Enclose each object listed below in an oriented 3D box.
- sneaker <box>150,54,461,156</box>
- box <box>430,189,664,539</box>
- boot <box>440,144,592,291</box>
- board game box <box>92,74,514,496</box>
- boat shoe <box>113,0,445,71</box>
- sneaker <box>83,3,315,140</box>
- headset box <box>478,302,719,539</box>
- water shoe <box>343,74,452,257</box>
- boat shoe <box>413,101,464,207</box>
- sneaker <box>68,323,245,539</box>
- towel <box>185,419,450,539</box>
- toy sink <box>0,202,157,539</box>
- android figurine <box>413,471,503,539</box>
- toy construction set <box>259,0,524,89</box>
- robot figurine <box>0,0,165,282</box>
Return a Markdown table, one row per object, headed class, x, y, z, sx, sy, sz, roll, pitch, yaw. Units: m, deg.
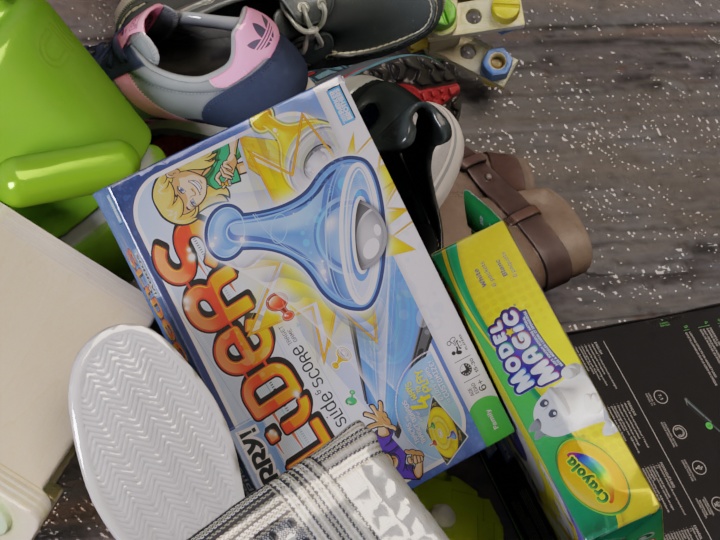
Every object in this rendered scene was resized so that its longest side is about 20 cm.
| class | x | y | z | sx | sy | sz | roll | pitch | yaw |
| --- | --- | --- | --- | --- | --- | --- | --- | --- | --- |
| sneaker | -0.044 | -0.075 | 1.387 | 0.200 | 0.096 | 0.079 | -12 | 99 | -12 |
| box | 0.091 | 0.063 | 1.214 | 0.048 | 0.117 | 0.200 | -24 | 65 | -3 |
| boot | 0.067 | 0.002 | 1.370 | 0.146 | 0.070 | 0.200 | -7 | 54 | -22 |
| board game box | -0.027 | 0.022 | 1.164 | 0.135 | 0.034 | 0.200 | -28 | 93 | -19 |
| boat shoe | -0.045 | -0.141 | 1.395 | 0.200 | 0.073 | 0.062 | -6 | 29 | -6 |
| sneaker | -0.123 | -0.115 | 1.301 | 0.200 | 0.082 | 0.070 | -1 | 50 | 24 |
| headset box | 0.191 | 0.117 | 1.338 | 0.200 | 0.093 | 0.174 | -11 | 61 | -32 |
| water shoe | 0.000 | 0.000 | 1.240 | 0.071 | 0.200 | 0.079 | -13 | 26 | -41 |
| boat shoe | -0.030 | -0.034 | 1.299 | 0.200 | 0.069 | 0.072 | -33 | 61 | -5 |
| sneaker | -0.092 | 0.115 | 1.131 | 0.074 | 0.116 | 0.200 | -28 | 102 | -15 |
| towel | -0.016 | 0.199 | 1.059 | 0.193 | 0.035 | 0.200 | -34 | 90 | -21 |
| toy sink | -0.198 | 0.090 | 1.144 | 0.112 | 0.130 | 0.200 | 33 | 48 | -2 |
| android figurine | 0.017 | 0.173 | 1.249 | 0.182 | 0.041 | 0.200 | 15 | 53 | -15 |
| toy construction set | 0.005 | -0.187 | 1.480 | 0.200 | 0.092 | 0.131 | 6 | 79 | -14 |
| robot figurine | -0.178 | -0.065 | 1.246 | 0.116 | 0.175 | 0.200 | -46 | 113 | -21 |
